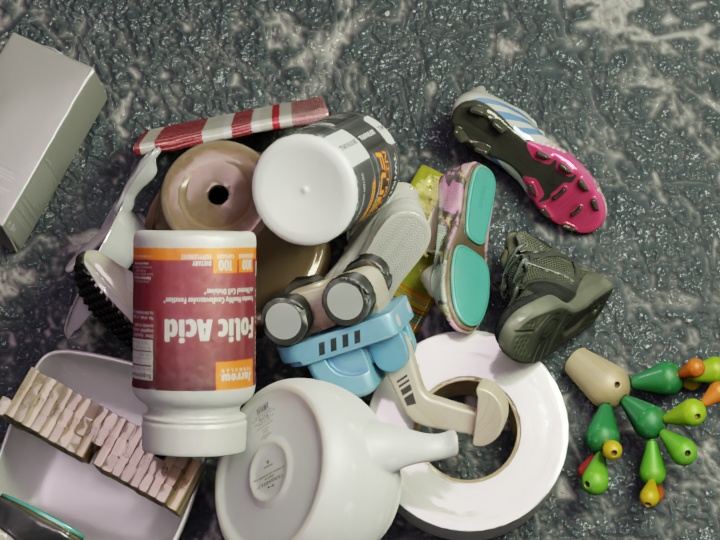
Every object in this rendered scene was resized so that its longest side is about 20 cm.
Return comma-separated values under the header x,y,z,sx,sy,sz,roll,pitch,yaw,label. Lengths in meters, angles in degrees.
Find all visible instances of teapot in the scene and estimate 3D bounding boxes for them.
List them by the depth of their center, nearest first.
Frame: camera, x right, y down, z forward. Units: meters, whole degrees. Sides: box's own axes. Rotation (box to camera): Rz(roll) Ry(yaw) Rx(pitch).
x,y,z,sx,sy,sz,roll,pitch,yaw,label
-0.034,0.202,1.494,0.200,0.146,0.198,26,96,50,teapot

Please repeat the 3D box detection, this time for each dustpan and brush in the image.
x,y,z,sx,sy,sz,roll,pitch,yaw,label
-0.243,-0.040,1.587,0.057,0.140,0.200,38,114,-18,dustpan and brush

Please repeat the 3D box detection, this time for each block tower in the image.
x,y,z,sx,sy,sz,roll,pitch,yaw,label
-0.249,0.162,1.535,0.199,0.054,0.058,26,74,9,block tower

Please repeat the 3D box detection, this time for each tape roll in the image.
x,y,z,sx,sy,sz,roll,pitch,yaw,label
0.104,0.164,1.585,0.201,0.071,0.204,-1,73,2,tape roll

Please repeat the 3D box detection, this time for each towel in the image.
x,y,z,sx,sy,sz,roll,pitch,yaw,label
-0.131,-0.147,1.661,0.199,0.144,0.023,-11,101,-1,towel
0.053,-0.011,1.670,0.086,0.018,0.201,28,76,10,towel

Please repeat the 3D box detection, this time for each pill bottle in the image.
x,y,z,sx,sy,sz,roll,pitch,yaw,label
-0.151,0.064,1.457,0.113,0.114,0.201,0,92,3,pill bottle
-0.024,-0.095,1.540,0.106,0.200,0.107,4,105,16,pill bottle

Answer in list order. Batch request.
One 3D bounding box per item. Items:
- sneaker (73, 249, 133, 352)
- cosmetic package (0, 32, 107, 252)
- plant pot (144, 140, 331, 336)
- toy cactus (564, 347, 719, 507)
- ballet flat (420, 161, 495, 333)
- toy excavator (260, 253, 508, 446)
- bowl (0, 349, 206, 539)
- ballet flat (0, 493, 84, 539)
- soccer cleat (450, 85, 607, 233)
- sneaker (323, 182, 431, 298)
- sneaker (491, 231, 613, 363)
x,y,z,sx,sy,sz,roll,pitch,yaw,label
-0.187,0.039,1.547,0.200,0.070,0.093,46,65,-12,sneaker
-0.364,-0.138,1.695,0.106,0.090,0.201,26,73,10,cosmetic package
-0.131,-0.049,1.609,0.199,0.175,0.201,0,72,1,plant pot
0.275,0.138,1.588,0.200,0.102,0.165,-44,57,-8,toy cactus
0.096,-0.018,1.629,0.071,0.069,0.201,-19,52,38,ballet flat
0.026,0.087,1.530,0.194,0.100,0.201,-18,99,17,toy excavator
-0.251,0.193,1.591,0.199,0.075,0.201,15,74,8,bowl
-0.354,0.233,1.510,0.199,0.073,0.073,27,76,17,ballet flat
0.183,-0.123,1.674,0.200,0.086,0.070,39,121,-4,soccer cleat
0.000,0.000,1.633,0.074,0.116,0.200,36,109,-17,sneaker
0.162,0.025,1.584,0.114,0.199,0.077,34,121,20,sneaker
